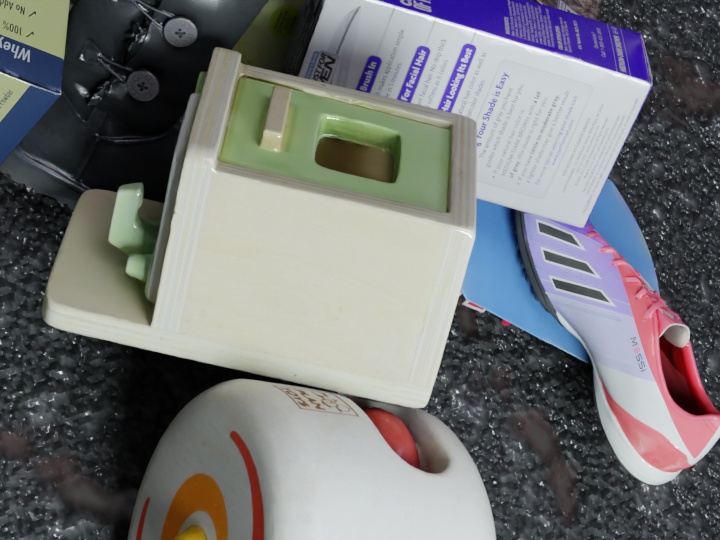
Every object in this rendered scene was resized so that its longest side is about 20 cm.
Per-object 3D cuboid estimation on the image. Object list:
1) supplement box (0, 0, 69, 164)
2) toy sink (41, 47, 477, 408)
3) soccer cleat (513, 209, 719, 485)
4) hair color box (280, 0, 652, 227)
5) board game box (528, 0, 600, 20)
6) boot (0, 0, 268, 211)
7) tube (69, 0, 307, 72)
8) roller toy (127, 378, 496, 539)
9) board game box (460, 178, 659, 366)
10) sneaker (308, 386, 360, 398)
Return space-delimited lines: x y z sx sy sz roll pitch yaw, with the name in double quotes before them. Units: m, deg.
"supplement box" -0.260 -0.170 1.121 0.199 0.134 0.201 19 55 -27
"toy sink" -0.047 -0.030 1.099 0.198 0.113 0.131 13 29 -3
"soccer cleat" 0.158 0.026 1.309 0.068 0.073 0.201 -3 62 -44
"hair color box" 0.057 -0.108 1.279 0.198 0.110 0.065 15 35 -13
"board game box" 0.047 -0.201 1.367 0.199 0.097 0.160 37 30 -13
"boot" -0.084 -0.109 1.172 0.164 0.201 0.066 23 24 -25
"tube" -0.102 -0.157 1.284 0.199 0.058 0.052 22 67 -24
"roller toy" -0.033 0.147 1.077 0.139 0.182 0.202 12 58 -31
"board game box" 0.105 -0.012 1.377 0.199 0.039 0.159 27 47 -29
"sneaker" 0.000 0.000 1.223 0.076 0.084 0.202 -7 83 -9
